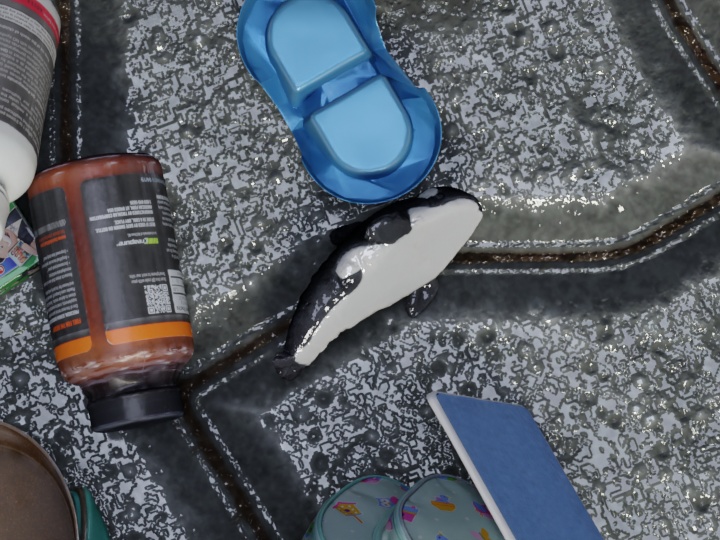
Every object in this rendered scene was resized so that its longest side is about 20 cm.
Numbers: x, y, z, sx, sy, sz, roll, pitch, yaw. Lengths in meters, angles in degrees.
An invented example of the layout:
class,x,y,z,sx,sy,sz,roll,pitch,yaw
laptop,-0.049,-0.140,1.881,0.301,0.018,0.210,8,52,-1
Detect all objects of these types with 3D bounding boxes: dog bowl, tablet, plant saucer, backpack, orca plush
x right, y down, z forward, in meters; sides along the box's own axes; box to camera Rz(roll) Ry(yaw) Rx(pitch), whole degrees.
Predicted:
class,x,y,z,sx,sy,sz,roll,pitch,yaw
dog bowl,-0.017,-0.141,1.698,0.111,0.050,0.200,-30,83,-4
tablet,0.128,0.174,1.595,0.014,0.130,0.200,-44,58,24
plant saucer,-0.287,0.209,1.629,0.200,0.034,0.201,-4,80,25
backpack,0.044,0.236,1.581,0.200,0.176,0.153,29,116,12
orca plush,0.000,0.000,1.683,0.200,0.105,0.071,-51,47,7

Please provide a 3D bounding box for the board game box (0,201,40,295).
class,x,y,z,sx,sy,sz,roll,pitch,yaw
board game box,-0.348,-0.055,1.696,0.134,0.029,0.200,-33,84,-4

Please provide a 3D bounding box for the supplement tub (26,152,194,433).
class,x,y,z,sx,sy,sz,roll,pitch,yaw
supplement tub,-0.185,0.018,1.648,0.107,0.107,0.200,-10,83,-2

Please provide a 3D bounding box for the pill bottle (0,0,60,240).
class,x,y,z,sx,sy,sz,roll,pitch,yaw
pill bottle,-0.290,-0.115,1.629,0.111,0.111,0.200,4,58,0

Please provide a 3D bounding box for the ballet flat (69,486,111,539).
class,x,y,z,sx,sy,sz,roll,pitch,yaw
ballet flat,-0.203,0.265,1.644,0.070,0.067,0.200,11,82,-23
